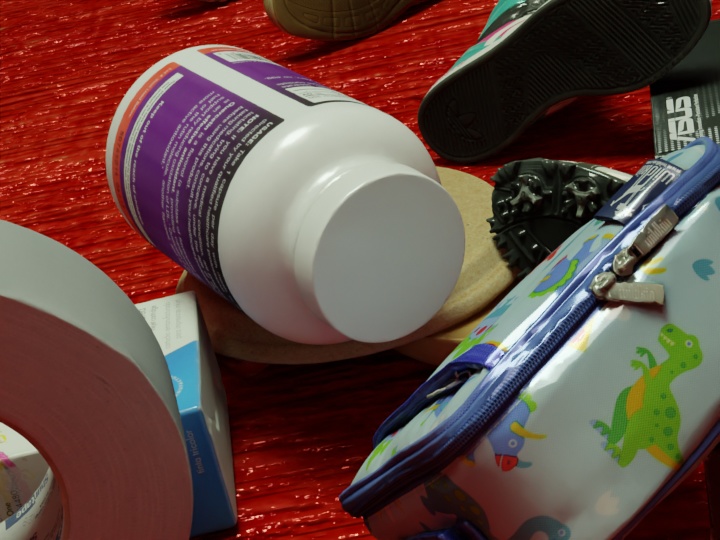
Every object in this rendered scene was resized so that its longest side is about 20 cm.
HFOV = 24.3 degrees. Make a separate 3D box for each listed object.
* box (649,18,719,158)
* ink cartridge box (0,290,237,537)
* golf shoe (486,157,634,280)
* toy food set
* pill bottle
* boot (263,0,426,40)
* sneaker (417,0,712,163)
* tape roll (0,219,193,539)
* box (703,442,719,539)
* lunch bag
[{"bbox_3d":[0.264,-0.102,0.961,0.193,0.048,0.200,-5,27,12],"label":"box"},{"bbox_3d":[-0.163,0.085,0.775,0.200,0.067,0.116,-14,27,-1],"label":"ink cartridge box"},{"bbox_3d":[0.159,-0.010,0.806,0.200,0.078,0.094,21,28,25],"label":"golf shoe"},{"bbox_3d":[0.000,0.000,0.885,0.200,0.049,0.198,-14,27,0],"label":"toy food set"},{"bbox_3d":[-0.036,-0.035,0.791,0.112,0.113,0.200,-25,29,-21],"label":"pill bottle"},{"bbox_3d":[-0.025,-0.241,1.325,0.200,0.073,0.155,-29,31,-31],"label":"boot"},{"bbox_3d":[0.135,-0.142,1.022,0.200,0.084,0.121,-24,19,36],"label":"sneaker"},{"bbox_3d":[-0.166,0.080,0.641,0.200,0.201,0.066,-16,28,-6],"label":"tape roll"},{"bbox_3d":[0.220,0.098,0.546,0.200,0.100,0.075,7,32,33],"label":"box"},{"bbox_3d":[0.074,0.047,0.608,0.161,0.082,0.200,-45,-3,-16],"label":"lunch bag"}]
